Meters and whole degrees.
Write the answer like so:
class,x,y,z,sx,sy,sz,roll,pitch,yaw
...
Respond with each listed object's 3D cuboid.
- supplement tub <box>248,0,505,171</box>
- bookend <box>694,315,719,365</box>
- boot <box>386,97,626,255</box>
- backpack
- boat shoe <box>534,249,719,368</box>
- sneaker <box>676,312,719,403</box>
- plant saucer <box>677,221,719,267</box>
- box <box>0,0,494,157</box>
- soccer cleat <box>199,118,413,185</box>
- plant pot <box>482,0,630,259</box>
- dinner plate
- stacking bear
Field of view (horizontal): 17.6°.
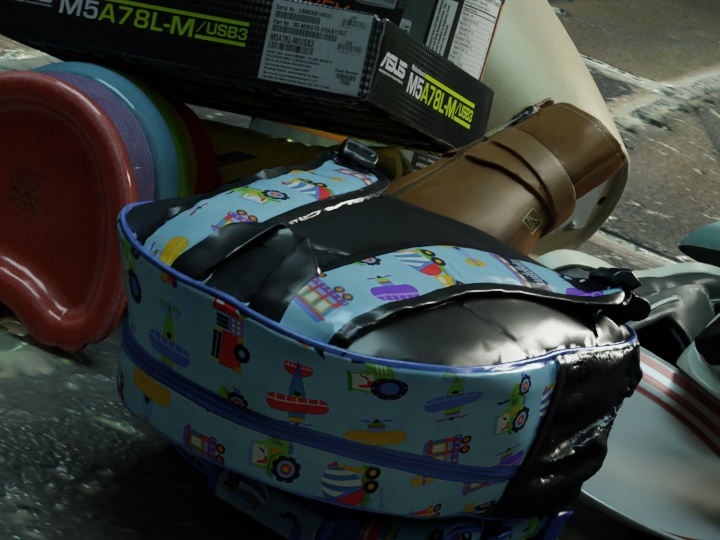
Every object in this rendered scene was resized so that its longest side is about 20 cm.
class,x,y,z,sx,sy,sz,roll,pitch,yaw
supplement tub,0.011,-0.122,1.320,0.122,0.202,0.123,16,1,0
bookend,0.279,0.096,1.054,0.197,0.202,0.092,-14,3,22
boot,0.030,-0.032,1.113,0.077,0.155,0.200,53,-9,-17
backpack,-0.008,0.039,0.905,0.182,0.135,0.200,27,17,26
boat shoe,0.157,0.037,1.256,0.199,0.072,0.068,5,39,-45
sneaker,0.231,0.041,1.220,0.074,0.089,0.200,36,5,19
plant saucer,0.298,0.008,1.469,0.199,0.028,0.200,20,-2,1
box,-0.053,-0.104,1.146,0.198,0.048,0.193,12,1,20
soccer cleat,-0.012,-0.042,1.213,0.199,0.084,0.065,27,31,9
plant pot,0.070,-0.102,1.442,0.187,0.188,0.200,1,37,-48
dinner plate,0.121,0.078,1.091,0.199,0.024,0.200,25,20,-10
stacking bear,-0.127,-0.043,1.111,0.121,0.115,0.200,22,11,11
